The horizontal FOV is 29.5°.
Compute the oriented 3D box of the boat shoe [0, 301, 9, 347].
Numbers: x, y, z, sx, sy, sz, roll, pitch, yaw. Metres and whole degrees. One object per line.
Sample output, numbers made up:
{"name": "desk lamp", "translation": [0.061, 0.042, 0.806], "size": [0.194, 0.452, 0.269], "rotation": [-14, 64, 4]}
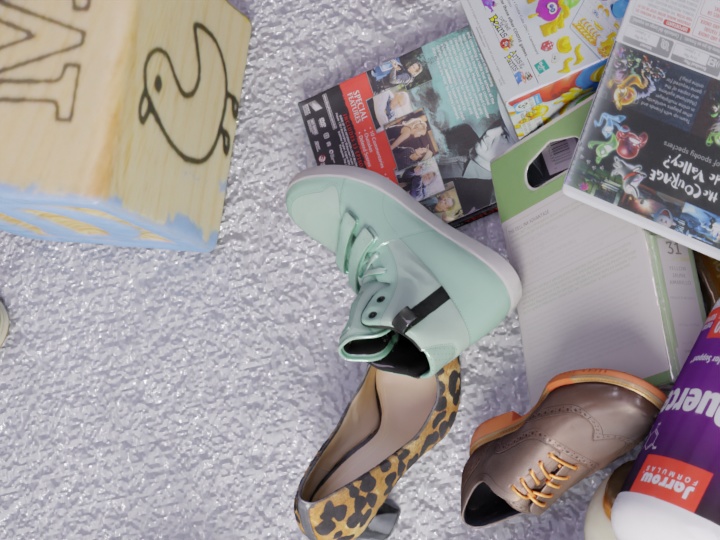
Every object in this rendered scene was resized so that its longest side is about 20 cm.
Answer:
{"name": "boat shoe", "translation": [-0.388, 0.014, 1.170], "size": [0.200, 0.065, 0.072], "rotation": [31, 90, 23]}

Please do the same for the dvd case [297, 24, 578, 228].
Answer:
{"name": "dvd case", "translation": [0.061, -0.102, 1.042], "size": [0.199, 0.022, 0.146], "rotation": [-23, 72, 16]}

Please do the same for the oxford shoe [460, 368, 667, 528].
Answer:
{"name": "oxford shoe", "translation": [0.129, 0.122, 0.888], "size": [0.071, 0.200, 0.073], "rotation": [32, 57, -9]}

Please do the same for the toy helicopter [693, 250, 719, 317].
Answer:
{"name": "toy helicopter", "translation": [0.260, 0.022, 0.907], "size": [0.132, 0.079, 0.201], "rotation": [-25, 78, -2]}

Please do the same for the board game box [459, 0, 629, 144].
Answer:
{"name": "board game box", "translation": [0.180, -0.182, 0.954], "size": [0.199, 0.103, 0.105], "rotation": [-23, 72, 8]}

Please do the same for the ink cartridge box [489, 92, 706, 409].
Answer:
{"name": "ink cartridge box", "translation": [0.159, -0.004, 0.928], "size": [0.145, 0.048, 0.201], "rotation": [-31, 61, 55]}

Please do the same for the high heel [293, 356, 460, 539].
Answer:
{"name": "high heel", "translation": [0.013, 0.094, 0.954], "size": [0.071, 0.143, 0.201], "rotation": [13, 84, 24]}

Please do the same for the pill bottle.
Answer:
{"name": "pill bottle", "translation": [0.217, 0.116, 0.784], "size": [0.112, 0.113, 0.200], "rotation": [24, 73, 24]}

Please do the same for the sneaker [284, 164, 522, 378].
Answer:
{"name": "sneaker", "translation": [0.000, 0.000, 0.964], "size": [0.200, 0.074, 0.118], "rotation": [29, 51, 27]}

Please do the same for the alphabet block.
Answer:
{"name": "alphabet block", "translation": [-0.220, -0.133, 1.067], "size": [0.196, 0.195, 0.201], "rotation": [5, 82, 20]}

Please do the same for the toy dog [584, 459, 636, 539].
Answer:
{"name": "toy dog", "translation": [0.168, 0.220, 0.888], "size": [0.194, 0.139, 0.200], "rotation": [34, 92, 42]}

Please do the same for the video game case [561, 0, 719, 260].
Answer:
{"name": "video game case", "translation": [0.239, -0.092, 0.806], "size": [0.199, 0.023, 0.182], "rotation": [25, 111, 20]}
